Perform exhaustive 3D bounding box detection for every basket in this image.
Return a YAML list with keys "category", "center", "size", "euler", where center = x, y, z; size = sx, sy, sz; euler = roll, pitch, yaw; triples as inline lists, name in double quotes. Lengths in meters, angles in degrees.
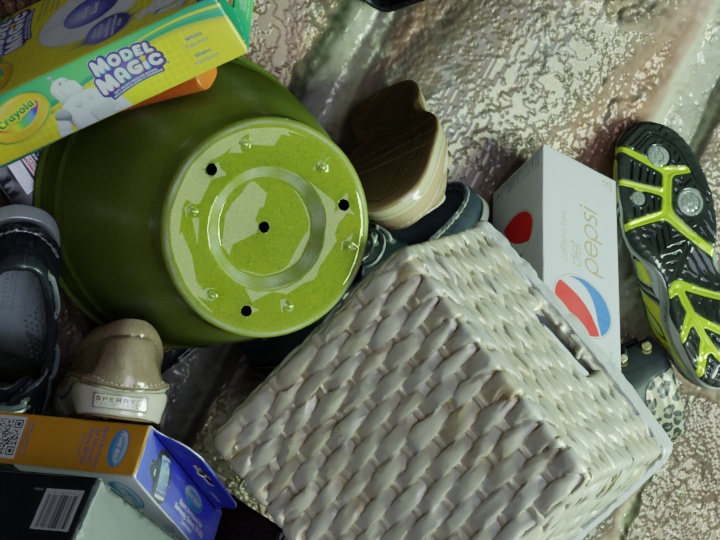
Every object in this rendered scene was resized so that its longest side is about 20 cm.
- category: "basket"
  center: [0.047, 0.106, 1.433]
  size: [0.200, 0.161, 0.199]
  euler: [-44, 76, 21]

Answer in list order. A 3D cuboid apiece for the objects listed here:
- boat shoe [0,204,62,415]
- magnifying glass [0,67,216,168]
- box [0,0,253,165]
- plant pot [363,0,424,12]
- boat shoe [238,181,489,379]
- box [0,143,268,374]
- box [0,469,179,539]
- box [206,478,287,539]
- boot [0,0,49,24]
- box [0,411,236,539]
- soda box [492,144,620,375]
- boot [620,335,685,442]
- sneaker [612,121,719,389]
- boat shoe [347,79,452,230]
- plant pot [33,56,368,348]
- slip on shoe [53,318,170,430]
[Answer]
- category: "boat shoe"
  center: [-0.229, 0.054, 1.467]
  size: [0.075, 0.061, 0.201]
  euler: [2, 127, -8]
- category: "magnifying glass"
  center: [-0.174, -0.104, 1.426]
  size: [0.022, 0.199, 0.080]
  euler: [59, 38, -31]
- category: "box"
  center: [-0.161, -0.136, 1.398]
  size: [0.199, 0.118, 0.049]
  euler: [-25, 120, 16]
- category: "plant pot"
  center: [0.022, -0.310, 1.501]
  size: [0.199, 0.199, 0.178]
  euler: [35, 73, -21]
- category: "boat shoe"
  center: [0.000, 0.000, 1.588]
  size: [0.199, 0.075, 0.062]
  euler: [-37, 119, -3]
- category: "box"
  center: [-0.141, -0.050, 1.538]
  size: [0.159, 0.049, 0.201]
  euler: [-38, 108, -10]
- category: "box"
  center: [-0.195, 0.187, 1.417]
  size: [0.141, 0.199, 0.079]
  euler: [40, 61, -39]
- category: "box"
  center: [-0.069, 0.261, 1.523]
  size: [0.164, 0.200, 0.166]
  euler: [38, 82, -21]
- category: "boot"
  center: [-0.186, -0.190, 1.495]
  size: [0.198, 0.108, 0.075]
  euler: [-18, 129, 7]
- category: "box"
  center: [-0.179, 0.135, 1.455]
  size: [0.119, 0.198, 0.042]
  euler: [58, 44, -52]
- category: "soda box"
  center: [0.133, 0.015, 1.580]
  size: [0.068, 0.064, 0.201]
  euler: [25, 46, -23]
- category: "boot"
  center: [0.138, 0.071, 1.651]
  size: [0.153, 0.073, 0.205]
  euler: [-27, 105, -20]
- category: "sneaker"
  center: [0.221, -0.008, 1.673]
  size: [0.075, 0.076, 0.202]
  euler: [-13, 83, -16]
- category: "boat shoe"
  center: [0.033, -0.066, 1.527]
  size: [0.071, 0.200, 0.065]
  euler: [-24, 110, 11]
- category: "plant pot"
  center: [-0.085, -0.036, 1.433]
  size: [0.199, 0.193, 0.202]
  euler: [-3, 99, -20]
- category: "slip on shoe"
  center: [-0.157, 0.067, 1.470]
  size: [0.075, 0.200, 0.061]
  euler: [6, 84, -6]
